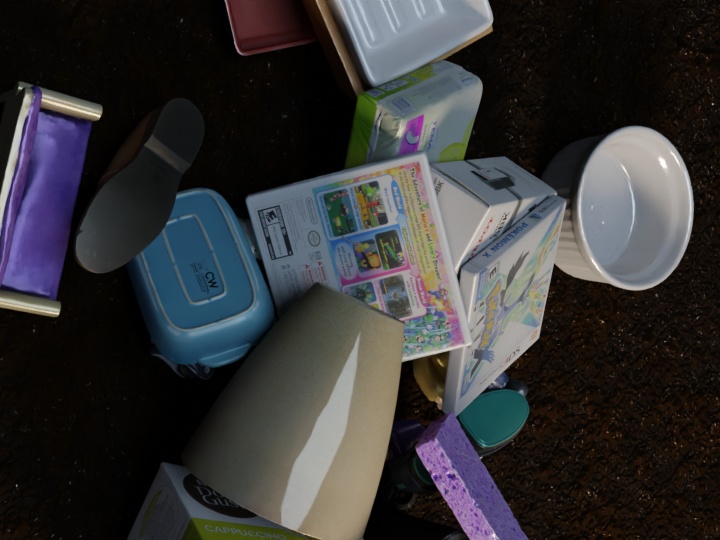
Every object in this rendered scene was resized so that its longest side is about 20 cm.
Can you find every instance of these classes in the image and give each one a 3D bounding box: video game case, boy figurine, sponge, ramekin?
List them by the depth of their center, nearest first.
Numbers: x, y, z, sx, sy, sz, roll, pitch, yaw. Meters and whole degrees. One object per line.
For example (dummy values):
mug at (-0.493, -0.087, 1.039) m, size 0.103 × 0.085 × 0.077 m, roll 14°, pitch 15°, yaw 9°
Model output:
video game case at (0.000, 0.000, 1.105) m, size 0.181 × 0.024 × 0.201 m, roll -14°, pitch 103°, yaw 5°
sponge at (0.125, 0.245, 1.137) m, size 0.030 × 0.112 × 0.200 m, roll -32°, pitch 87°, yaw 14°
video game case at (0.156, 0.039, 1.220) m, size 0.182 × 0.022 × 0.201 m, roll -36°, pitch 142°, yaw -40°
boy figurine at (0.111, 0.096, 1.302) m, size 0.200 × 0.064 × 0.124 m, roll 46°, pitch 71°, yaw -29°
ramekin at (0.314, -0.077, 1.406) m, size 0.200 × 0.098 × 0.201 m, roll -1°, pitch 91°, yaw -33°

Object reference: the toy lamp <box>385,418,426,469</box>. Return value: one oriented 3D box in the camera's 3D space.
toy lamp at (-0.011, 0.218, 1.232) m, size 0.199 × 0.058 × 0.058 m, roll -22°, pitch 103°, yaw -28°

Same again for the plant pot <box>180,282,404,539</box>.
plant pot at (-0.041, 0.120, 1.045) m, size 0.187 × 0.187 × 0.201 m, roll 25°, pitch 91°, yaw -31°

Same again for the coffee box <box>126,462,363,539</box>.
coffee box at (-0.112, 0.327, 1.056) m, size 0.199 × 0.198 × 0.201 m, roll 18°, pitch 102°, yaw -32°

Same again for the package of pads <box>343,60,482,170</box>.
package of pads at (0.048, -0.110, 1.180) m, size 0.154 × 0.068 × 0.201 m, roll -32°, pitch 145°, yaw -44°

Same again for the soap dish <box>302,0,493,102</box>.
soap dish at (0.034, -0.286, 1.186) m, size 0.200 × 0.081 × 0.158 m, roll -33°, pitch 109°, yaw -27°

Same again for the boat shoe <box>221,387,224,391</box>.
boat shoe at (-0.056, 0.150, 1.186) m, size 0.199 × 0.075 × 0.093 m, roll -11°, pitch 105°, yaw -31°

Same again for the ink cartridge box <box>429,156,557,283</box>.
ink cartridge box at (0.113, -0.038, 1.205) m, size 0.200 × 0.083 × 0.147 m, roll -16°, pitch 138°, yaw -60°

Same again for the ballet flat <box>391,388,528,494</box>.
ballet flat at (0.107, 0.192, 1.251) m, size 0.200 × 0.073 × 0.073 m, roll -28°, pitch 106°, yaw -40°

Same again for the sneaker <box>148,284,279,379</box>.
sneaker at (-0.123, 0.066, 1.144) m, size 0.199 × 0.070 × 0.109 m, roll 15°, pitch 79°, yaw -25°

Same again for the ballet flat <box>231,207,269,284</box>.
ballet flat at (-0.100, -0.021, 1.158) m, size 0.199 × 0.068 × 0.068 m, roll 18°, pitch 83°, yaw -32°

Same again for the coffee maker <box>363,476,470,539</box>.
coffee maker at (0.050, 0.306, 1.188) m, size 0.135 × 0.200 × 0.193 m, roll 33°, pitch 74°, yaw -30°

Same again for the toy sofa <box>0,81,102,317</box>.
toy sofa at (-0.295, -0.063, 1.014) m, size 0.083 × 0.097 × 0.201 m, roll 14°, pitch 83°, yaw -32°

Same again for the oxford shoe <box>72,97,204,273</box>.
oxford shoe at (-0.218, -0.075, 1.065) m, size 0.071 × 0.071 × 0.200 m, roll 48°, pitch 52°, yaw -30°

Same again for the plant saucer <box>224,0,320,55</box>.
plant saucer at (-0.074, -0.340, 1.184) m, size 0.199 × 0.037 × 0.201 m, roll -19°, pitch 102°, yaw -31°

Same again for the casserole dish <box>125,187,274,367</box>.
casserole dish at (-0.158, -0.003, 1.071) m, size 0.121 × 0.039 × 0.200 m, roll -18°, pitch 63°, yaw -13°
